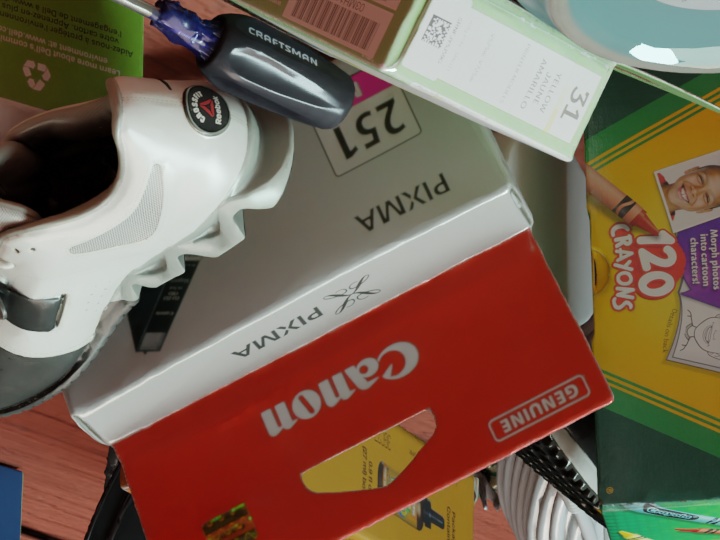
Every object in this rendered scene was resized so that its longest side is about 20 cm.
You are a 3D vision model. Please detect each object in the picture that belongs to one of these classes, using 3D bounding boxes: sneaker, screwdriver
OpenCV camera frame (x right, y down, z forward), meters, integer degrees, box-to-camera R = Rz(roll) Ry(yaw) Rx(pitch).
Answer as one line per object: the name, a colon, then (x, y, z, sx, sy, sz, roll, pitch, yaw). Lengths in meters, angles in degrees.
sneaker: (-0.120, -0.015, 1.035, 0.088, 0.074, 0.200, 17, 136, -38)
sneaker: (0.119, 0.063, 1.210, 0.070, 0.090, 0.200, 33, 173, 41)
screwdriver: (-0.083, -0.099, 0.953, 0.199, 0.029, 0.028, 29, 157, -29)

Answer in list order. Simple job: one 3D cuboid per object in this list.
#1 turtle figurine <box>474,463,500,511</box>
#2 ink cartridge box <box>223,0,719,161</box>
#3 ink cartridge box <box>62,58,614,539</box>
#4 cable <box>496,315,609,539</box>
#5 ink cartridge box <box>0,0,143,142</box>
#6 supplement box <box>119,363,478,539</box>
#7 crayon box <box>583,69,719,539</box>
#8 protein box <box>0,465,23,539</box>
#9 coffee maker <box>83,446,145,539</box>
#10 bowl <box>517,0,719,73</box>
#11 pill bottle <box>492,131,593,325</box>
turtle figurine: (0.020, 0.055, 1.379, 0.149, 0.101, 0.200, 31, 164, -23)
ink cartridge box: (0.040, -0.081, 1.015, 0.199, 0.048, 0.145, 24, -177, -44)
ink cartridge box: (-0.024, 0.017, 1.096, 0.199, 0.174, 0.044, -27, 150, 5)
cable: (0.158, 0.084, 1.361, 0.199, 0.069, 0.201, -28, 138, -23)
ink cartridge box: (-0.204, -0.080, 1.063, 0.199, 0.076, 0.148, 13, 154, -34)
supplement box: (-0.021, 0.093, 1.204, 0.068, 0.067, 0.200, -14, 151, 30)
crayon box: (0.154, 0.008, 1.122, 0.118, 0.201, 0.058, -4, 156, 9)
protein box: (-0.315, 0.205, 1.609, 0.134, 0.201, 0.198, -19, 152, 40)
coffee maker: (-0.080, 0.150, 1.484, 0.191, 0.136, 0.200, 0, 178, 15)
bowl: (0.115, -0.134, 0.898, 0.199, 0.106, 0.201, 0, 159, 0)
pill bottle: (0.000, 0.000, 1.218, 0.199, 0.115, 0.114, -13, 155, 30)
